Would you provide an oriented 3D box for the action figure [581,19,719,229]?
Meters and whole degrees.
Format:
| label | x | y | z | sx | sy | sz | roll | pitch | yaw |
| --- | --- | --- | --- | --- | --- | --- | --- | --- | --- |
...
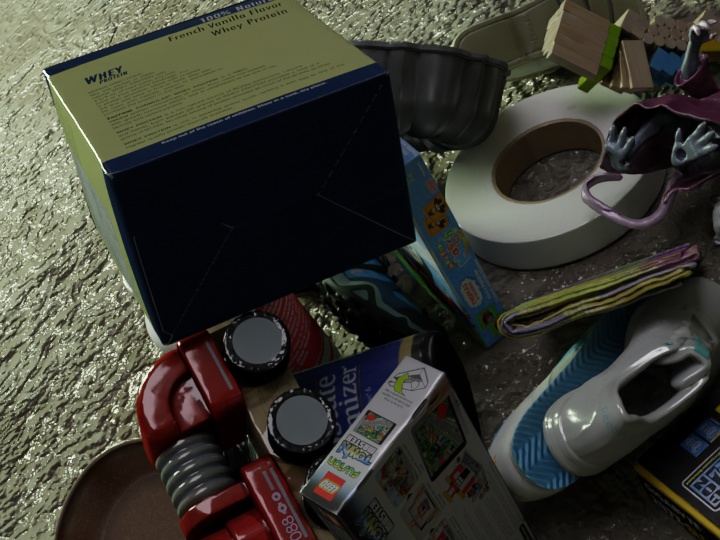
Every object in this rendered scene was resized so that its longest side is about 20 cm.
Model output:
| label | x | y | z | sx | sy | sz | roll | pitch | yaw |
| --- | --- | --- | --- | --- | --- | --- | --- | --- | --- |
| action figure | 0.294 | -0.109 | 0.994 | 0.134 | 0.150 | 0.199 | 39 | 39 | 24 |

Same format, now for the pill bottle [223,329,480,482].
| label | x | y | z | sx | sy | sz | roll | pitch | yaw |
| --- | --- | --- | --- | --- | --- | --- | --- | --- | --- |
| pill bottle | -0.015 | 0.126 | 0.943 | 0.198 | 0.112 | 0.113 | -19 | 40 | 17 |

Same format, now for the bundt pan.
| label | x | y | z | sx | sy | sz | roll | pitch | yaw |
| --- | --- | --- | --- | --- | --- | --- | --- | --- | --- |
| bundt pan | 0.035 | -0.150 | 1.108 | 0.200 | 0.201 | 0.077 | 2 | 89 | 36 |

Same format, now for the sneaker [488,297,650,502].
| label | x | y | z | sx | sy | sz | roll | pitch | yaw |
| --- | --- | --- | --- | --- | --- | --- | --- | --- | --- |
| sneaker | 0.163 | 0.089 | 0.884 | 0.199 | 0.077 | 0.081 | -34 | -7 | -29 |

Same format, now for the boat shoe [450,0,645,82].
| label | x | y | z | sx | sy | sz | roll | pitch | yaw |
| --- | --- | --- | --- | --- | --- | --- | --- | --- | --- |
| boat shoe | 0.179 | -0.232 | 1.212 | 0.197 | 0.076 | 0.068 | -13 | -1 | -6 |

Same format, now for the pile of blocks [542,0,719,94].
| label | x | y | z | sx | sy | sz | roll | pitch | yaw |
| --- | --- | --- | --- | --- | --- | --- | --- | --- | --- |
| pile of blocks | 0.247 | -0.187 | 1.105 | 0.197 | 0.062 | 0.083 | 0 | 72 | -17 |

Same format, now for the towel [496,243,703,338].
| label | x | y | z | sx | sy | sz | roll | pitch | yaw |
| --- | --- | --- | --- | --- | --- | --- | --- | --- | --- |
| towel | 0.181 | 0.014 | 0.898 | 0.142 | 0.023 | 0.200 | -21 | -3 | 16 |

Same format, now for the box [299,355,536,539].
| label | x | y | z | sx | sy | sz | roll | pitch | yaw |
| --- | --- | --- | --- | --- | --- | --- | --- | --- | --- |
| box | 0.044 | 0.160 | 0.792 | 0.035 | 0.201 | 0.110 | 21 | 62 | 41 |

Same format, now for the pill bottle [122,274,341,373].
| label | x | y | z | sx | sy | sz | roll | pitch | yaw |
| --- | --- | --- | --- | --- | --- | --- | --- | --- | --- |
| pill bottle | -0.104 | 0.046 | 1.011 | 0.111 | 0.201 | 0.113 | -20 | 43 | 19 |

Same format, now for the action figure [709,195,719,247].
| label | x | y | z | sx | sy | sz | roll | pitch | yaw |
| --- | --- | --- | --- | --- | --- | --- | --- | --- | --- |
| action figure | 0.334 | -0.037 | 0.875 | 0.192 | 0.106 | 0.199 | 0 | 13 | 42 |

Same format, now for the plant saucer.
| label | x | y | z | sx | sy | sz | roll | pitch | yaw |
| --- | --- | --- | --- | --- | --- | --- | --- | --- | --- |
| plant saucer | -0.150 | 0.227 | 0.927 | 0.198 | 0.037 | 0.203 | -4 | 83 | 32 |

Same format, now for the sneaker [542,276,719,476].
| label | x | y | z | sx | sy | sz | roll | pitch | yaw |
| --- | --- | --- | --- | --- | --- | --- | --- | --- | --- |
| sneaker | 0.208 | 0.061 | 0.816 | 0.200 | 0.075 | 0.089 | -39 | -4 | -36 |

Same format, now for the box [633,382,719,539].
| label | x | y | z | sx | sy | sz | roll | pitch | yaw |
| --- | --- | --- | --- | --- | --- | --- | --- | --- | --- |
| box | 0.301 | 0.113 | 0.790 | 0.199 | 0.050 | 0.160 | -40 | 37 | -8 |

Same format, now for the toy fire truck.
| label | x | y | z | sx | sy | sz | roll | pitch | yaw |
| --- | --- | --- | --- | --- | --- | --- | --- | --- | --- |
| toy fire truck | -0.111 | 0.153 | 0.830 | 0.198 | 0.129 | 0.177 | -25 | 66 | -17 |

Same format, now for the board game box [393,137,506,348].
| label | x | y | z | sx | sy | sz | roll | pitch | yaw |
| --- | --- | --- | --- | --- | --- | --- | --- | --- | --- |
| board game box | 0.041 | -0.044 | 1.011 | 0.036 | 0.201 | 0.151 | -36 | 38 | -6 |

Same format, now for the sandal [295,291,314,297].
| label | x | y | z | sx | sy | sz | roll | pitch | yaw |
| --- | --- | --- | --- | --- | --- | --- | --- | --- | --- |
| sandal | -0.071 | -0.006 | 1.174 | 0.082 | 0.055 | 0.199 | -40 | 24 | -18 |

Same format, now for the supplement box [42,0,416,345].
| label | x | y | z | sx | sy | sz | roll | pitch | yaw |
| --- | --- | --- | --- | --- | --- | --- | --- | --- | --- |
| supplement box | -0.096 | -0.084 | 0.880 | 0.198 | 0.136 | 0.200 | -22 | 35 | -16 |

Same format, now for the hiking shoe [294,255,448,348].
| label | x | y | z | sx | sy | sz | roll | pitch | yaw |
| --- | --- | --- | --- | --- | --- | --- | --- | --- | --- |
| hiking shoe | 0.000 | 0.000 | 1.043 | 0.199 | 0.075 | 0.087 | 34 | 67 | 13 |

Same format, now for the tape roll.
| label | x | y | z | sx | sy | sz | roll | pitch | yaw |
| --- | --- | --- | --- | --- | --- | --- | --- | --- | --- |
| tape roll | 0.173 | -0.087 | 1.098 | 0.201 | 0.037 | 0.204 | -19 | 40 | 17 |
